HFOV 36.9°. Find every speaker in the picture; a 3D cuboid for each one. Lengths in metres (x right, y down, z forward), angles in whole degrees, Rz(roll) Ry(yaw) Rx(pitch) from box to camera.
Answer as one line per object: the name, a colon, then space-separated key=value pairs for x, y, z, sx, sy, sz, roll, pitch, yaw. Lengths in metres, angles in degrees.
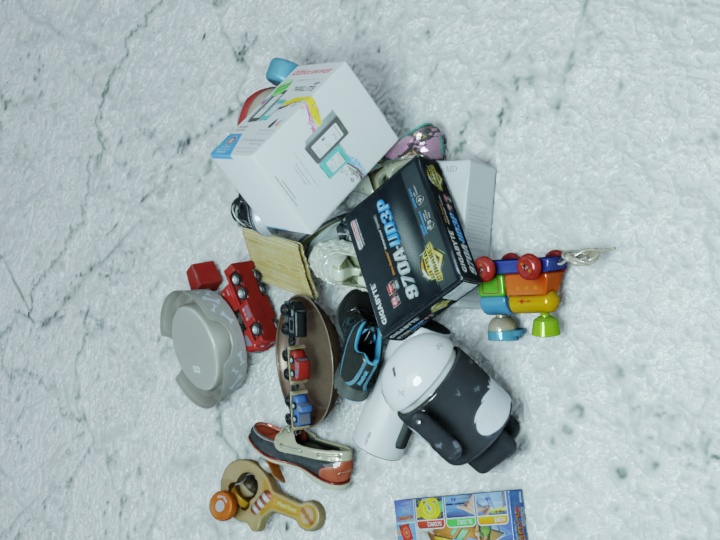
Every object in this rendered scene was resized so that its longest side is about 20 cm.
speaker: x=0.058 y=0.162 z=1.534 sx=0.081 sy=0.081 sz=0.202 roll=29 pitch=103 yaw=39

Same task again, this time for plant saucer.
plant saucer: x=-0.074 y=0.137 z=1.651 sx=0.200 sy=0.036 sz=0.204 roll=14 pitch=106 yaw=59

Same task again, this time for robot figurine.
robot figurine: x=0.117 y=0.175 z=1.420 sx=0.125 sy=0.200 sz=0.150 roll=-49 pitch=10 yaw=-9

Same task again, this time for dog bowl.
dog bowl: x=-0.259 y=0.124 z=1.794 sx=0.199 sy=0.058 sz=0.203 roll=25 pitch=124 yaw=45

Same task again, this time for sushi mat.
sushi mat: x=-0.131 y=-0.014 z=1.708 sx=0.199 sy=0.012 sz=0.097 roll=18 pitch=128 yaw=57

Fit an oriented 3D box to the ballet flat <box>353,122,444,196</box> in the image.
ballet flat: x=0.041 y=-0.148 z=1.600 sx=0.198 sy=0.069 sz=0.072 roll=-24 pitch=73 yaw=32

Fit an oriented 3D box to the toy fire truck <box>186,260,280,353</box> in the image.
toy fire truck: x=-0.211 y=0.057 z=1.797 sx=0.141 sy=0.048 sz=0.202 roll=-41 pitch=67 yaw=45

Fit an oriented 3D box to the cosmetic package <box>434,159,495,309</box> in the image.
cosmetic package: x=0.124 y=-0.049 z=1.508 sx=0.101 sy=0.074 sz=0.203 roll=1 pitch=86 yaw=41

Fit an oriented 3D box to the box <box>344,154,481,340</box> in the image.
box: x=0.068 y=-0.030 z=1.471 sx=0.158 sy=0.046 sz=0.202 roll=-37 pitch=57 yaw=34

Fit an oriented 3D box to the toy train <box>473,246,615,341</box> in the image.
toy train: x=0.241 y=0.034 z=1.394 sx=0.198 sy=0.084 sz=0.118 roll=-3 pitch=93 yaw=41

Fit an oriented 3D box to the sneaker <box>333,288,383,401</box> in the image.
sneaker: x=0.008 y=0.093 z=1.551 sx=0.202 sy=0.072 sz=0.082 roll=-91 pitch=25 yaw=-47

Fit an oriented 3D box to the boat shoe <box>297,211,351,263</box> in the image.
boat shoe: x=-0.017 y=-0.052 z=1.639 sx=0.199 sy=0.060 sz=0.077 roll=-30 pitch=66 yaw=35

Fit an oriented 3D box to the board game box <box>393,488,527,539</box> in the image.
board game box: x=0.136 y=0.374 z=1.468 sx=0.198 sy=0.034 sz=0.138 roll=-14 pitch=76 yaw=40

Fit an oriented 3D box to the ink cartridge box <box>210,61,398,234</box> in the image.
ink cartridge box: x=-0.080 y=-0.178 z=1.550 sx=0.200 sy=0.147 sz=0.146 roll=-48 pitch=28 yaw=-19

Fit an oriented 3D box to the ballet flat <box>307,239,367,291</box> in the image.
ballet flat: x=0.000 y=0.000 z=1.580 sx=0.197 sy=0.072 sz=0.073 roll=11 pitch=92 yaw=26

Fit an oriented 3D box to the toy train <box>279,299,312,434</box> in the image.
toy train: x=-0.094 y=0.145 z=1.622 sx=0.045 sy=0.034 sz=0.203 roll=-2 pitch=91 yaw=49

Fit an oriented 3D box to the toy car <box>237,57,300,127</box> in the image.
toy car: x=-0.144 y=-0.223 z=1.714 sx=0.199 sy=0.176 sz=0.187 roll=16 pitch=85 yaw=53

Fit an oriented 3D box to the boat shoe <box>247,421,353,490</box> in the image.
boat shoe: x=-0.092 y=0.270 z=1.656 sx=0.198 sy=0.071 sz=0.064 roll=20 pitch=113 yaw=35

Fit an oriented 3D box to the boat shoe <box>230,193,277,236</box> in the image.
boat shoe: x=-0.172 y=-0.094 z=1.705 sx=0.067 sy=0.200 sz=0.073 roll=-17 pitch=109 yaw=1

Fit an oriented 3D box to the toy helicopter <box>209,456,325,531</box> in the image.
toy helicopter: x=-0.136 y=0.351 z=1.703 sx=0.198 sy=0.079 sz=0.134 roll=15 pitch=86 yaw=31
